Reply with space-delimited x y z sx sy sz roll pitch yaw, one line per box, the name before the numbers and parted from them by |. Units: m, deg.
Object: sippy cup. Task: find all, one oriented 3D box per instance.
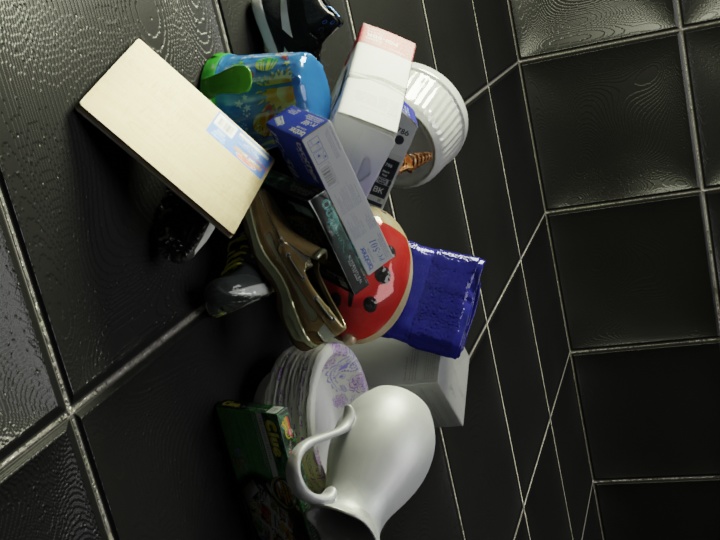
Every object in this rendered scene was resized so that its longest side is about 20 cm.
sippy cup | -0.111 -0.212 1.229 0.178 0.130 0.140 -63 140 -55

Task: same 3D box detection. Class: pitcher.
pitcher | 0.000 0.215 1.134 0.172 0.121 0.200 55 43 -26

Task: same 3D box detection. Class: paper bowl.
paper bowl | -0.065 0.194 1.249 0.201 0.104 0.202 -7 90 -70

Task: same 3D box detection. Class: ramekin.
ramekin | 0.067 -0.230 1.615 0.105 0.199 0.201 -57 137 -45

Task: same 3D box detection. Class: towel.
towel | 0.059 0.031 1.339 0.050 0.199 0.148 83 24 -65

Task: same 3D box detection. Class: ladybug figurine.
ladybug figurine | 0.000 0.000 1.288 0.072 0.135 0.201 81 13 -65

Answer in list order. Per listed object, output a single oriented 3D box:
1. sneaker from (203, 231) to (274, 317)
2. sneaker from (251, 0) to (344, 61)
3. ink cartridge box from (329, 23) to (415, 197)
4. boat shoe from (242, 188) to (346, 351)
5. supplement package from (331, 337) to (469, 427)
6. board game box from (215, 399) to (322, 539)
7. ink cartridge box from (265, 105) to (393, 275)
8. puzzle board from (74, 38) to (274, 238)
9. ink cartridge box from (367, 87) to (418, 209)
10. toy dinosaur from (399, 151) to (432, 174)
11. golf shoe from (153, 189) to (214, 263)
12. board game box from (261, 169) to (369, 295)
sneaker | -0.141 -0.002 1.188 0.085 0.074 0.200 66 19 -1
sneaker | -0.065 -0.298 1.358 0.073 0.111 0.201 -62 132 -72
ink cartridge box | 0.000 -0.204 1.304 0.147 0.083 0.200 119 -12 -45
boat shoe | -0.072 -0.011 1.149 0.201 0.076 0.072 65 21 1
supplement package | 0.040 0.147 1.403 0.121 0.199 0.120 60 31 -46
board game box | -0.102 0.247 1.139 0.023 0.105 0.201 -28 112 -43
ink cartridge box | -0.036 -0.094 1.174 0.044 0.094 0.200 -36 124 -15
puzzle board | -0.189 -0.140 1.042 0.200 0.017 0.151 41 36 -17
ink cartridge box | 0.039 -0.163 1.373 0.100 0.039 0.201 -89 -160 -69
toy dinosaur | 0.026 -0.186 1.489 0.200 0.102 0.136 14 70 -62
golf shoe | -0.169 -0.078 1.110 0.095 0.077 0.201 59 32 -47
board game box | -0.072 -0.055 1.217 0.028 0.200 0.136 -35 119 -18
